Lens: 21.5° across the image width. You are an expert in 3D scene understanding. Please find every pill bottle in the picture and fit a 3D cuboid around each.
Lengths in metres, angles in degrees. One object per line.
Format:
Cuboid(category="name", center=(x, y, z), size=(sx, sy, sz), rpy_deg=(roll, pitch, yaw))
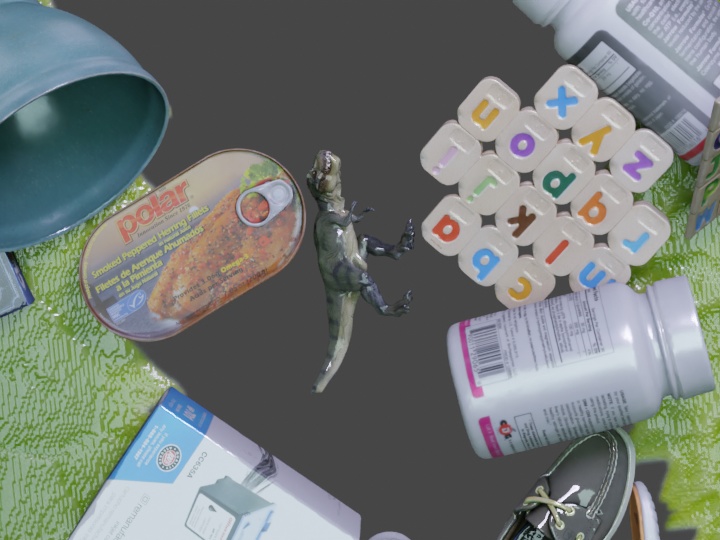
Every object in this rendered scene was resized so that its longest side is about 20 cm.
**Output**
Cuboid(category="pill bottle", center=(0.227, -0.188, 1.510), size=(0.200, 0.114, 0.114), rpy_deg=(39, 94, -4))
Cuboid(category="pill bottle", center=(0.177, 0.075, 1.526), size=(0.198, 0.113, 0.114), rpy_deg=(-14, 96, 8))

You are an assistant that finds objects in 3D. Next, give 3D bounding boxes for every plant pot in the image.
Cuboid(category="plant pot", center=(-0.267, -0.131, 1.485), size=(0.200, 0.200, 0.135), rpy_deg=(-37, 68, 3))

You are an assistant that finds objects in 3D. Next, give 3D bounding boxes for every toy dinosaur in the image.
Cuboid(category="toy dinosaur", center=(0.000, 0.000, 1.562), size=(0.087, 0.047, 0.202), rpy_deg=(-1, 97, 9))

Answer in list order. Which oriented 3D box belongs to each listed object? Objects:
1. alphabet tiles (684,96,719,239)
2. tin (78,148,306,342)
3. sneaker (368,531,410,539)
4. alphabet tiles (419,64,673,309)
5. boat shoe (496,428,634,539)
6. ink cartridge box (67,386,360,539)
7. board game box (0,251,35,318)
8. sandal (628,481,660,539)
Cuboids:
Cuboid(category="alphabet tiles", center=(0.335, -0.128, 1.494), size=(0.199, 0.168, 0.008), rpy_deg=(-36, 61, -22))
Cuboid(category="tin", center=(-0.138, -0.023, 1.561), size=(0.199, 0.042, 0.113), rpy_deg=(-30, 99, 2))
Cuboid(category="sneaker", center=(0.041, 0.329, 1.546), size=(0.076, 0.146, 0.204), rpy_deg=(-16, 97, -1))
Cuboid(category="alphabet tiles", center=(0.150, -0.064, 1.543), size=(0.199, 0.015, 0.196), rpy_deg=(38, 115, -6))
Cuboid(category="boat shoe", center=(0.157, 0.215, 1.561), size=(0.072, 0.060, 0.203), rpy_deg=(34, 98, 34))
Cuboid(category="ink cartridge box", center=(-0.119, 0.215, 1.562), size=(0.199, 0.086, 0.147), rpy_deg=(34, 95, -2))
Cuboid(category="board game box", center=(-0.370, -0.038, 1.557), size=(0.134, 0.035, 0.202), rpy_deg=(-24, 96, 2))
Cuboid(category="sandal", center=(0.223, 0.282, 1.582), size=(0.059, 0.079, 0.209), rpy_deg=(-6, 87, 1))
